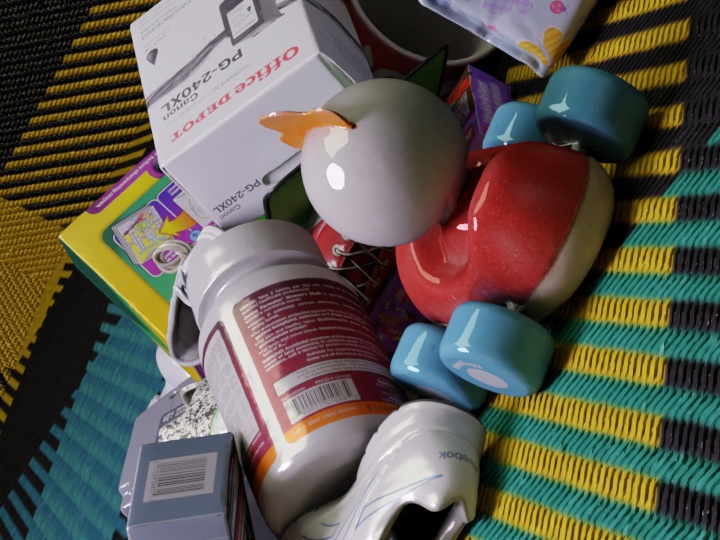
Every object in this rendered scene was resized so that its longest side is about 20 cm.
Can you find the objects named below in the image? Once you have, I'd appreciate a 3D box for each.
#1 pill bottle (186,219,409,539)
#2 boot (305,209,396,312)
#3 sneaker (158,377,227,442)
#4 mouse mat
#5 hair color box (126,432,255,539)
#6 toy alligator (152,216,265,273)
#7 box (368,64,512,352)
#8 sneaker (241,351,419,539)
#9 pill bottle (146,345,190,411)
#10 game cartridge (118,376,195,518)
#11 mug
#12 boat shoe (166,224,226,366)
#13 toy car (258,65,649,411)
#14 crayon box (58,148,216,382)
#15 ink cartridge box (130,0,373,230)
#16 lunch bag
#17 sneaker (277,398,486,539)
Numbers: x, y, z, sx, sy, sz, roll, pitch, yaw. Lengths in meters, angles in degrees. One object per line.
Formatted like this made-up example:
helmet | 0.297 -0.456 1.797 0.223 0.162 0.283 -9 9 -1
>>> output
pill bottle | -0.037 0.066 1.400 0.110 0.109 0.200 -57 39 29
boot | 0.000 0.000 1.500 0.200 0.072 0.144 127 160 -58
sneaker | -0.082 0.076 1.604 0.200 0.088 0.077 -51 -43 -56
mouse mat | -0.004 -0.077 1.560 0.161 0.008 0.200 -40 -8 -10
hair color box | -0.087 0.208 1.343 0.099 0.061 0.200 -90 -8 -66
toy alligator | -0.055 -0.030 1.709 0.054 0.200 0.059 -86 -10 -65
box | 0.046 -0.033 1.600 0.200 0.039 0.137 -59 14 21
sneaker | -0.043 0.129 1.470 0.200 0.106 0.075 -63 12 5
pill bottle | -0.099 0.053 1.869 0.200 0.112 0.112 -63 12 3
game cartridge | -0.094 0.106 1.746 0.200 0.041 0.133 -30 29 21
mug | 0.037 -0.171 1.815 0.134 0.177 0.200 62 149 17
boat shoe | -0.100 0.021 1.612 0.065 0.074 0.202 -60 6 -17
toy car | 0.030 -0.047 1.303 0.185 0.200 0.177 -66 12 -15
crayon box | -0.105 -0.030 1.784 0.200 0.173 0.058 -42 -29 -12
ink cartridge box | -0.077 -0.143 1.641 0.145 0.083 0.200 -35 36 13
lunch bag | 0.118 -0.243 1.544 0.170 0.127 0.200 -58 6 17
sneaker | 0.003 0.164 1.293 0.200 0.074 0.087 -58 18 28
